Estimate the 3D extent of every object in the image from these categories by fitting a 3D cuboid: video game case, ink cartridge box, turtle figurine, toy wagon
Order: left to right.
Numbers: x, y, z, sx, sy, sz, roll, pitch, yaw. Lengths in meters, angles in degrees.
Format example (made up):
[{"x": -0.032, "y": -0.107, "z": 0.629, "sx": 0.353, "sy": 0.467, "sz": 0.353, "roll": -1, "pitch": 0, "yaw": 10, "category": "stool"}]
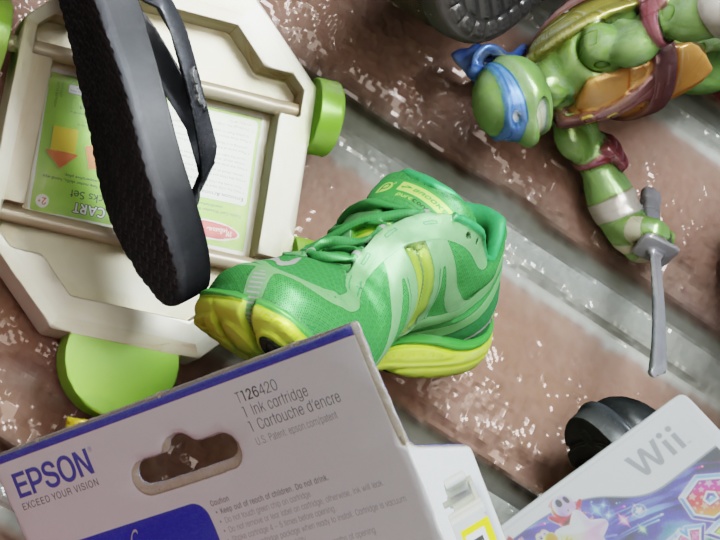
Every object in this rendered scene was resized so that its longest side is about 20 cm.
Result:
[{"x": -0.092, "y": -0.023, "z": 0.867, "sx": 0.154, "sy": 0.040, "sz": 0.202, "roll": 12, "pitch": 78, "yaw": -18, "category": "toy wagon"}, {"x": -0.027, "y": 0.135, "z": 0.789, "sx": 0.047, "sy": 0.197, "sz": 0.201, "roll": -17, "pitch": 88, "yaw": -53, "category": "ink cartridge box"}, {"x": 0.136, "y": 0.158, "z": 0.816, "sx": 0.143, "sy": 0.018, "sz": 0.200, "roll": -34, "pitch": 62, "yaw": -15, "category": "video game case"}, {"x": 0.158, "y": -0.066, "z": 0.914, "sx": 0.193, "sy": 0.200, "sz": 0.145, "roll": -27, "pitch": 126, "yaw": -26, "category": "turtle figurine"}]

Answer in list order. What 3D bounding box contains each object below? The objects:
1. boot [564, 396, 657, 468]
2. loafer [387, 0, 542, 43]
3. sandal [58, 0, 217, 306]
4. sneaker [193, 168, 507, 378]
[{"x": 0.204, "y": 0.065, "z": 0.948, "sx": 0.200, "sy": 0.066, "sz": 0.165, "roll": -43, "pitch": 104, "yaw": -19, "category": "boot"}, {"x": 0.075, "y": -0.166, "z": 0.897, "sx": 0.200, "sy": 0.071, "sz": 0.073, "roll": -35, "pitch": 128, "yaw": -36, "category": "loafer"}, {"x": -0.084, "y": -0.087, "z": 0.816, "sx": 0.043, "sy": 0.076, "sz": 0.202, "roll": -13, "pitch": 87, "yaw": -20, "category": "sandal"}, {"x": 0.000, "y": 0.000, "z": 0.830, "sx": 0.074, "sy": 0.200, "sz": 0.084, "roll": 22, "pitch": 102, "yaw": 22, "category": "sneaker"}]
